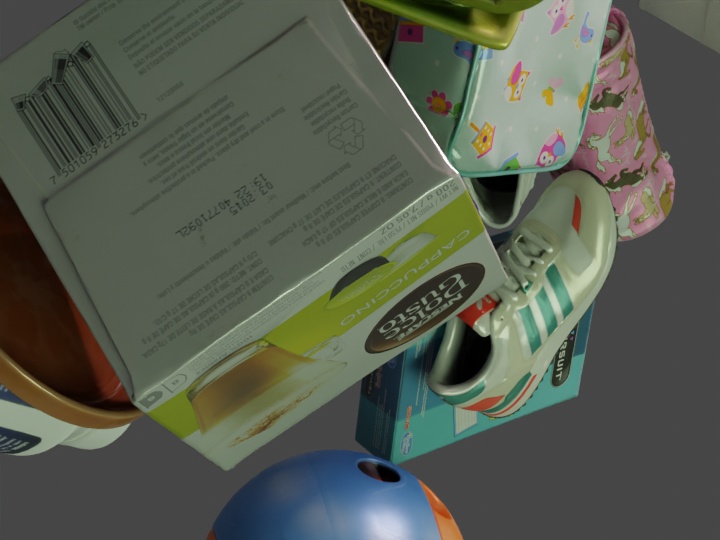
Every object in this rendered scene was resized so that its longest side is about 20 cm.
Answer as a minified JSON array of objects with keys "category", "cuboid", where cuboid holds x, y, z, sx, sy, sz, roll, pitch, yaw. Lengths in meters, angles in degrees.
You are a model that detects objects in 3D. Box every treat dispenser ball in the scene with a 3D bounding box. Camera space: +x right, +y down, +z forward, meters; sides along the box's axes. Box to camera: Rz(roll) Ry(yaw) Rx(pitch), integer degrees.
[{"category":"treat dispenser ball","cuboid":[-0.019,0.231,1.537,0.200,0.201,0.201,-24,132,-30]}]

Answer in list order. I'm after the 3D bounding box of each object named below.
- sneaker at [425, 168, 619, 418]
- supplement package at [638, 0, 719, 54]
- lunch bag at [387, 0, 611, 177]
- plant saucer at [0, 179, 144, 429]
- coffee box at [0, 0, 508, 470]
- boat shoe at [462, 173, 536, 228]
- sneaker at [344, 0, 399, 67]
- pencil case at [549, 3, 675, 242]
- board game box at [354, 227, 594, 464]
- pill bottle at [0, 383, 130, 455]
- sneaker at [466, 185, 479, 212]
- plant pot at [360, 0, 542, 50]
[{"category":"sneaker","cuboid":[0.114,0.017,1.540,0.093,0.070,0.200,10,113,-53]},{"category":"supplement package","cuboid":[0.294,-0.241,1.482,0.111,0.156,0.200,-50,160,-21]},{"category":"lunch bag","cuboid":[0.096,-0.158,1.370,0.160,0.077,0.201,-9,118,-51]},{"category":"plant saucer","cuboid":[-0.187,0.005,1.232,0.032,0.201,0.200,-36,147,25]},{"category":"coffee box","cuboid":[-0.063,-0.042,1.149,0.199,0.200,0.198,-34,160,0]},{"category":"boat shoe","cuboid":[0.093,-0.113,1.484,0.200,0.073,0.066,71,23,-44]},{"category":"sneaker","cuboid":[-0.012,-0.101,1.413,0.090,0.075,0.200,10,118,-49]},{"category":"pencil case","cuboid":[0.176,-0.111,1.574,0.087,0.082,0.200,-67,149,-33]},{"category":"board game box","cuboid":[0.092,0.051,1.635,0.200,0.047,0.151,-17,128,-36]},{"category":"pill bottle","cuboid":[-0.226,0.050,1.277,0.200,0.111,0.111,22,101,-49]},{"category":"sneaker","cuboid":[0.000,0.000,1.482,0.200,0.083,0.081,-43,139,-11]},{"category":"plant pot","cuboid":[0.039,-0.248,1.180,0.182,0.198,0.201,111,-1,-73]}]
